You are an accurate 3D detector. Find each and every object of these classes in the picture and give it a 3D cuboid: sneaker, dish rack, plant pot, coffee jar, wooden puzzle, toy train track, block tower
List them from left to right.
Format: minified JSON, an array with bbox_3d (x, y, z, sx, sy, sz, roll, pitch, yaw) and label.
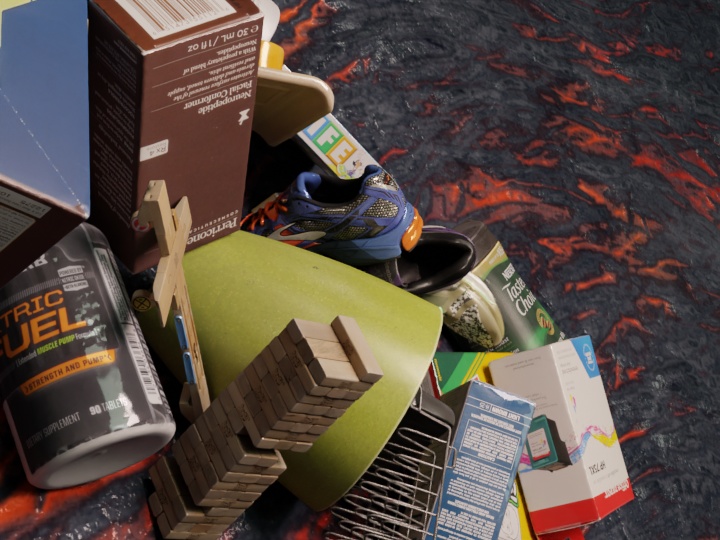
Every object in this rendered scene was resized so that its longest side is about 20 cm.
[{"bbox_3d":[-0.136,0.027,1.038,0.115,0.032,0.201,-83,169,-52],"label":"toy train track"},{"bbox_3d":[-0.135,-0.155,1.175,0.199,0.185,0.047,14,80,-17],"label":"wooden puzzle"},{"bbox_3d":[-0.073,0.112,1.054,0.058,0.200,0.054,13,39,-49],"label":"block tower"},{"bbox_3d":[-0.069,0.054,1.156,0.199,0.187,0.188,33,37,-10],"label":"plant pot"},{"bbox_3d":[-0.051,-0.046,1.235,0.076,0.199,0.079,-80,154,-54],"label":"sneaker"},{"bbox_3d":[0.000,0.000,1.257,0.088,0.199,0.076,171,-97,-82],"label":"sneaker"},{"bbox_3d":[0.013,0.200,1.141,0.054,0.153,0.201,23,52,-16],"label":"dish rack"},{"bbox_3d":[0.038,0.023,1.340,0.199,0.077,0.089,35,63,-8],"label":"sneaker"},{"bbox_3d":[0.137,0.049,1.508,0.200,0.085,0.104,53,32,-6],"label":"coffee jar"}]

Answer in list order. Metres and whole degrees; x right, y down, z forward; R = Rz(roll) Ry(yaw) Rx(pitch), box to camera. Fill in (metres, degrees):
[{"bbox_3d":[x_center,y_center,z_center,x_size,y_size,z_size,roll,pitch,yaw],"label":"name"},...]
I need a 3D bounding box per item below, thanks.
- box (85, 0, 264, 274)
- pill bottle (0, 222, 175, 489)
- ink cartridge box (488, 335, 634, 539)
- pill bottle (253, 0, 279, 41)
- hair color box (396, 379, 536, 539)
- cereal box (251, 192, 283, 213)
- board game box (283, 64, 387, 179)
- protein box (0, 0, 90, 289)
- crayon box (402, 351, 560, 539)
[{"bbox_3d":[-0.134,-0.104,1.045,0.100,0.201,0.075,-25,55,-31],"label":"box"},{"bbox_3d":[-0.208,0.039,1.024,0.106,0.106,0.201,0,62,-54],"label":"pill bottle"},{"bbox_3d":[0.190,0.167,1.361,0.116,0.067,0.201,-6,79,-64],"label":"ink cartridge box"},{"bbox_3d":[-0.173,-0.261,1.322,0.200,0.119,0.120,38,37,-28],"label":"pill bottle"},{"bbox_3d":[0.073,0.195,1.187,0.060,0.100,0.201,21,75,-6],"label":"hair color box"},{"bbox_3d":[-0.009,0.022,1.374,0.144,0.039,0.201,-5,67,-55],"label":"cereal box"},{"bbox_3d":[-0.054,-0.138,1.359,0.134,0.034,0.200,45,0,-19],"label":"board game box"},{"bbox_3d":[-0.283,-0.085,0.937,0.135,0.200,0.200,26,43,-39],"label":"protein box"},{"bbox_3d":[0.104,0.175,1.334,0.172,0.058,0.201,4,70,-58],"label":"crayon box"}]
